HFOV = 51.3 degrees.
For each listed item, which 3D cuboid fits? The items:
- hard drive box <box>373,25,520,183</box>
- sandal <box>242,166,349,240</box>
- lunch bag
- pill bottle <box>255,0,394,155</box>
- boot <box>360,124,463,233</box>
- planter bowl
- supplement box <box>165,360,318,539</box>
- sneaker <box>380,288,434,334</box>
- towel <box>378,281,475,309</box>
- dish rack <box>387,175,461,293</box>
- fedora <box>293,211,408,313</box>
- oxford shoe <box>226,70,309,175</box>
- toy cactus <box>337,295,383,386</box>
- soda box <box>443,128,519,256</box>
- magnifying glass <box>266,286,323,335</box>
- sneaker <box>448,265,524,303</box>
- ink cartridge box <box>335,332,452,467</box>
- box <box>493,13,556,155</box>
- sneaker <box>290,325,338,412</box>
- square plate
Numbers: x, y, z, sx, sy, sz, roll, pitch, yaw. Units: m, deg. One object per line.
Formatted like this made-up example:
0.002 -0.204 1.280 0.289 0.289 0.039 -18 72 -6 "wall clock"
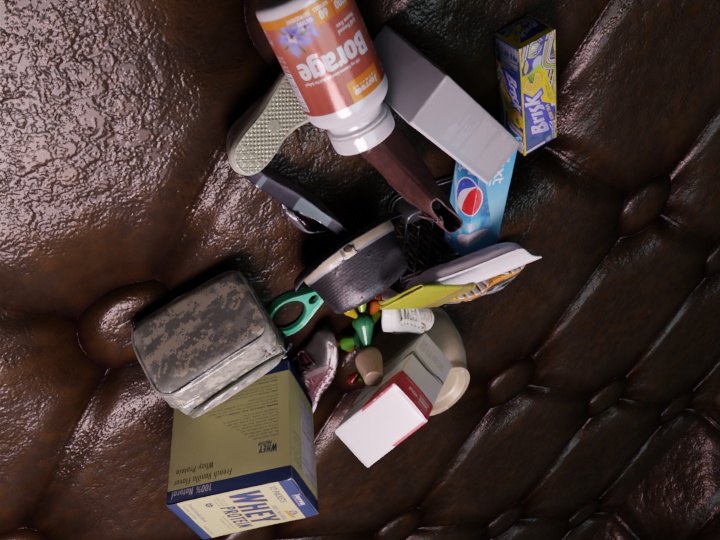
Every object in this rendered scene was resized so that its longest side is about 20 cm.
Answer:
0.106 -0.225 1.025 0.077 0.156 0.199 -49 138 13 "hard drive box"
-0.096 -0.094 1.053 0.199 0.076 0.043 31 103 -37 "sandal"
-0.210 0.118 1.108 0.198 0.140 0.168 -32 154 -9 "lunch bag"
-0.034 -0.245 0.894 0.111 0.112 0.202 -33 122 -8 "pill bottle"
0.061 -0.148 1.048 0.072 0.167 0.200 -44 140 5 "boot"
0.122 0.186 1.418 0.198 0.135 0.202 -20 136 -21 "planter bowl"
-0.179 0.279 1.169 0.197 0.202 0.135 -14 139 8 "supplement box"
0.080 0.069 1.270 0.083 0.074 0.200 -4 171 11 "sneaker"
0.110 0.037 1.197 0.085 0.018 0.199 -29 165 28 "towel"
0.119 -0.052 1.268 0.151 0.055 0.202 -19 137 -22 "dish rack"
0.000 0.000 1.129 0.199 0.092 0.201 -33 177 -2 "fedora"
-0.103 -0.206 0.961 0.201 0.058 0.075 -50 123 -11 "oxford shoe"
0.000 0.125 1.258 0.100 0.166 0.203 2 122 -13 "toy cactus"
0.186 -0.124 1.171 0.067 0.064 0.203 -13 127 -27 "soda box"
-0.072 0.041 1.226 0.199 0.022 0.080 -36 139 -8 "magnifying glass"
0.215 0.021 1.394 0.197 0.079 0.078 -17 155 -16 "sneaker"
0.061 0.210 1.247 0.147 0.083 0.200 -43 -179 27 "ink cartridge box"
0.258 -0.283 1.161 0.069 0.064 0.201 -30 139 -11 "box"
-0.114 0.184 1.282 0.114 0.076 0.202 -2 127 -33 "sneaker"
0.185 -0.004 1.223 0.196 0.029 0.199 -22 169 20 "square plate"
